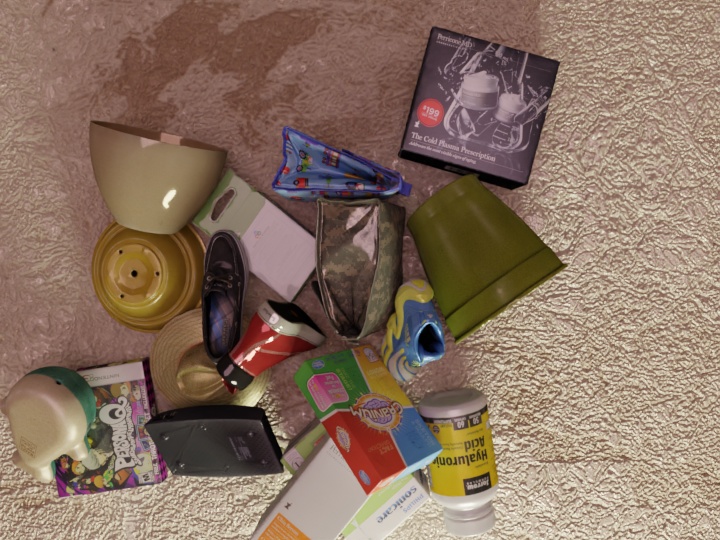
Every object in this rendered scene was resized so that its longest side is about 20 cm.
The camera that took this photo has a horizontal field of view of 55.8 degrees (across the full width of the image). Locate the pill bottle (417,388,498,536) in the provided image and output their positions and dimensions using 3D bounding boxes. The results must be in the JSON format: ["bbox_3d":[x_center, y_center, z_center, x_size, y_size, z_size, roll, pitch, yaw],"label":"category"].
[{"bbox_3d":[0.156,0.296,1.055,0.109,0.111,0.205,-10,93,2],"label":"pill bottle"}]

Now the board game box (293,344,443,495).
[{"bbox_3d":[0.012,0.210,0.996,0.201,0.151,0.041,53,124,23],"label":"board game box"}]

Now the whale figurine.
[{"bbox_3d":[-0.479,0.236,1.055,0.157,0.104,0.202,29,120,3],"label":"whale figurine"}]

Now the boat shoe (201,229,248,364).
[{"bbox_3d":[-0.207,0.038,1.003,0.068,0.066,0.205,3,83,2],"label":"boat shoe"}]

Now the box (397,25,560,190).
[{"bbox_3d":[0.173,-0.241,1.029,0.195,0.104,0.186,15,92,0],"label":"box"}]

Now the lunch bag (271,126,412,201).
[{"bbox_3d":[-0.020,-0.136,1.015,0.195,0.151,0.096,13,91,1],"label":"lunch bag"}]

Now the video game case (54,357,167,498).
[{"bbox_3d":[-0.418,0.256,1.106,0.177,0.036,0.205,-8,93,4],"label":"video game case"}]

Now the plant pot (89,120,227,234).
[{"bbox_3d":[-0.306,-0.132,1.007,0.196,0.200,0.138,13,100,1],"label":"plant pot"}]

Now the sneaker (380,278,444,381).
[{"bbox_3d":[0.078,0.117,1.011,0.074,0.106,0.203,-7,130,-11],"label":"sneaker"}]

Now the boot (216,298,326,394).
[{"bbox_3d":[-0.135,0.122,1.016,0.072,0.200,0.145,41,95,21],"label":"boot"}]

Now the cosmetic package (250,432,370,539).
[{"bbox_3d":[-0.061,0.338,1.000,0.101,0.071,0.201,37,98,0],"label":"cosmetic package"}]

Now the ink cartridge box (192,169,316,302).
[{"bbox_3d":[-0.153,-0.054,1.070,0.199,0.059,0.105,38,94,0],"label":"ink cartridge box"}]

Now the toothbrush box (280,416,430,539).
[{"bbox_3d":[-0.006,0.314,1.072,0.145,0.086,0.201,-42,90,5],"label":"toothbrush box"}]

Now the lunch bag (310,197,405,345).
[{"bbox_3d":[0.000,0.000,1.009,0.115,0.164,0.205,2,92,17],"label":"lunch bag"}]

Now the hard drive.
[{"bbox_3d":[-0.223,0.266,1.058,0.195,0.043,0.137,-6,125,15],"label":"hard drive"}]

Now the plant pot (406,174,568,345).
[{"bbox_3d":[0.170,-0.028,1.011,0.198,0.200,0.195,-34,80,3],"label":"plant pot"}]

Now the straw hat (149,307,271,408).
[{"bbox_3d":[-0.239,0.159,1.057,0.196,0.085,0.206,-1,100,-3],"label":"straw hat"}]

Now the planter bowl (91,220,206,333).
[{"bbox_3d":[-0.343,0.002,1.067,0.195,0.083,0.206,0,92,1],"label":"planter bowl"}]
